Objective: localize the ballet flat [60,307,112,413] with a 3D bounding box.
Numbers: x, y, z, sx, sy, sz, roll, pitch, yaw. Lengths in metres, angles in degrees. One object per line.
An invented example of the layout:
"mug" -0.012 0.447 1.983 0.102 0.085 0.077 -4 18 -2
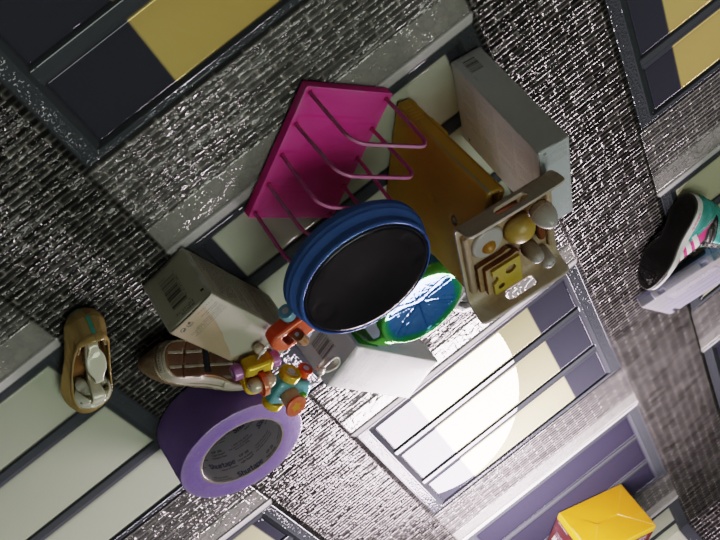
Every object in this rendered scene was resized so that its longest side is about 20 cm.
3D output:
"ballet flat" -0.349 0.133 1.568 0.068 0.063 0.200 -20 142 -23

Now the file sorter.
"file sorter" -0.026 -0.114 1.525 0.139 0.125 0.200 -2 131 -40

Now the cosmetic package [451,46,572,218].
"cosmetic package" 0.198 -0.174 1.593 0.052 0.200 0.151 -29 145 -11

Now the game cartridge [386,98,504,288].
"game cartridge" 0.105 -0.099 1.594 0.032 0.200 0.177 -21 142 -25

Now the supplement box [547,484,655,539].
"supplement box" 0.557 0.647 2.898 0.197 0.133 0.200 -18 140 -27

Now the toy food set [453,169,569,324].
"toy food set" 0.199 -0.024 1.535 0.143 0.060 0.200 -32 145 -11

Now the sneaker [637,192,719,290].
"sneaker" 0.585 -0.048 2.192 0.120 0.084 0.200 4 127 -32

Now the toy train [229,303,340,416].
"toy train" -0.089 0.130 1.644 0.150 0.056 0.200 -34 146 -2

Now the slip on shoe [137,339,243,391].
"slip on shoe" -0.219 0.132 1.689 0.060 0.076 0.200 -15 168 35

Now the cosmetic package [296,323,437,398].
"cosmetic package" 0.009 0.120 1.837 0.200 0.108 0.085 12 121 -50

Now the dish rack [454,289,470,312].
"dish rack" 0.173 -0.032 1.869 0.171 0.044 0.200 19 116 -50

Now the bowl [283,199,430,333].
"bowl" 0.000 0.000 1.534 0.200 0.039 0.201 -23 142 -19

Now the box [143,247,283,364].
"box" -0.181 0.056 1.607 0.078 0.095 0.200 -43 144 9

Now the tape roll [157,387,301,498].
"tape roll" -0.193 0.237 1.808 0.200 0.085 0.200 -25 143 -20

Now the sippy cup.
"sippy cup" 0.054 0.010 1.732 0.178 0.130 0.140 -29 145 -13

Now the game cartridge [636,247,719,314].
"game cartridge" 0.627 0.013 2.294 0.200 0.038 0.129 -37 147 29
